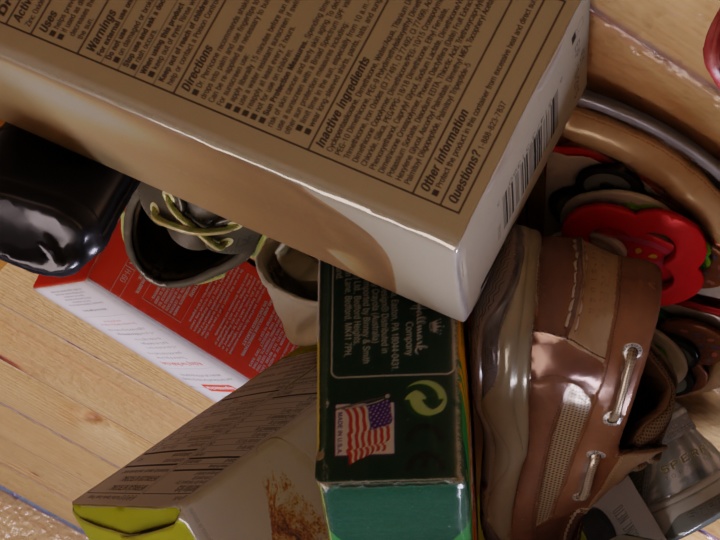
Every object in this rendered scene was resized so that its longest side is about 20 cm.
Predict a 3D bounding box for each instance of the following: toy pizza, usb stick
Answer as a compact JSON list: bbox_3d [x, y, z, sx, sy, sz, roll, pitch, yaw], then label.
[{"bbox_3d":[0.064,-0.001,0.769,0.200,0.032,0.200,15,148,10],"label":"toy pizza"},{"bbox_3d":[-0.102,-0.053,0.753,0.055,0.033,0.200,16,-154,-1],"label":"usb stick"}]

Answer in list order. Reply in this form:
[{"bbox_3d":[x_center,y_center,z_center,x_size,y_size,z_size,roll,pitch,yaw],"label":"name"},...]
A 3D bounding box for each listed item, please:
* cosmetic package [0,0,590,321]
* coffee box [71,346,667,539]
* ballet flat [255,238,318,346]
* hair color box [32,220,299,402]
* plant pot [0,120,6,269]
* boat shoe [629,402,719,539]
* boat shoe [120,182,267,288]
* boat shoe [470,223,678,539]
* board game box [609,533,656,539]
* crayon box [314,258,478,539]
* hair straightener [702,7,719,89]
[{"bbox_3d":[-0.035,-0.074,0.664,0.200,0.105,0.071,25,163,14],"label":"cosmetic package"},{"bbox_3d":[0.007,0.145,0.997,0.200,0.198,0.200,59,158,-7],"label":"coffee box"},{"bbox_3d":[0.000,0.000,0.933,0.069,0.070,0.200,32,164,-19],"label":"ballet flat"},{"bbox_3d":[-0.078,0.035,1.158,0.200,0.061,0.101,34,163,-21],"label":"hair color box"},{"bbox_3d":[-0.281,-0.021,1.081,0.200,0.183,0.200,25,164,8],"label":"plant pot"},{"bbox_3d":[0.132,0.107,1.048,0.065,0.074,0.202,63,165,1],"label":"boat shoe"},{"bbox_3d":[-0.066,-0.035,0.917,0.072,0.060,0.202,29,164,-8],"label":"boat shoe"},{"bbox_3d":[0.081,0.056,0.748,0.072,0.076,0.200,2,151,8],"label":"boat shoe"},{"bbox_3d":[0.093,0.162,0.810,0.040,0.153,0.200,69,163,-5],"label":"board game box"},{"bbox_3d":[0.017,0.071,0.752,0.051,0.127,0.200,-2,146,3],"label":"crayon box"},{"bbox_3d":[0.163,-0.024,0.614,0.077,0.041,0.200,18,162,30],"label":"hair straightener"}]
